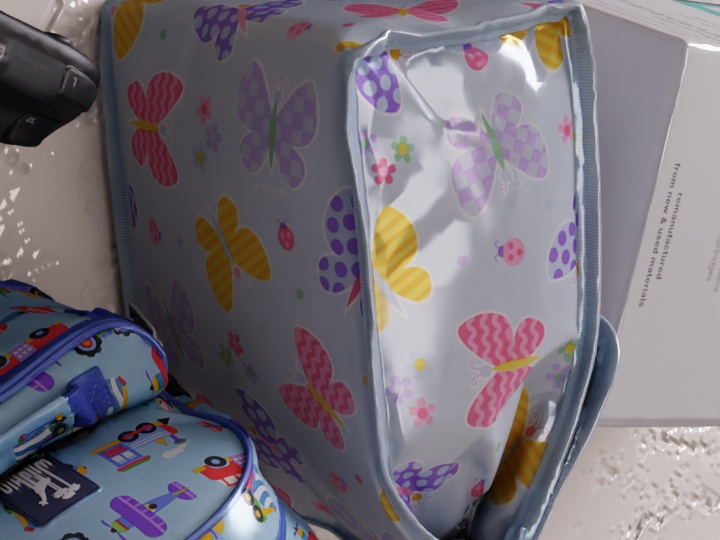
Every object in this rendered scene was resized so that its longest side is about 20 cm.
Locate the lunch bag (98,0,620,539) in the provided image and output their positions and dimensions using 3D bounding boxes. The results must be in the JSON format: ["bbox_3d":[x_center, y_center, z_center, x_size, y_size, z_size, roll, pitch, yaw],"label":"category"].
[{"bbox_3d":[0.000,0.000,0.978,0.127,0.170,0.200,-12,105,-33],"label":"lunch bag"}]

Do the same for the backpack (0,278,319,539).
[{"bbox_3d":[-0.107,0.099,0.899,0.183,0.200,0.135,-31,119,-27],"label":"backpack"}]

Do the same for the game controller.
[{"bbox_3d":[-0.179,-0.087,0.859,0.200,0.104,0.042,26,80,-39],"label":"game controller"}]

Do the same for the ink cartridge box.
[{"bbox_3d":[0.135,-0.029,1.081,0.200,0.147,0.146,3,106,-38],"label":"ink cartridge box"}]
